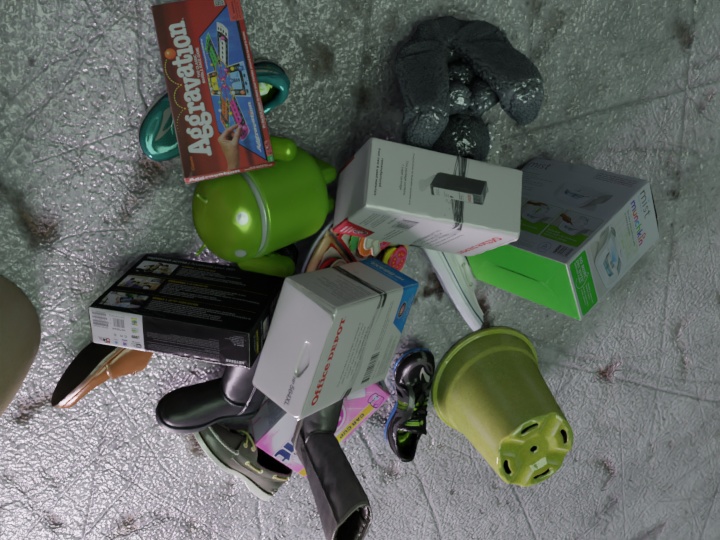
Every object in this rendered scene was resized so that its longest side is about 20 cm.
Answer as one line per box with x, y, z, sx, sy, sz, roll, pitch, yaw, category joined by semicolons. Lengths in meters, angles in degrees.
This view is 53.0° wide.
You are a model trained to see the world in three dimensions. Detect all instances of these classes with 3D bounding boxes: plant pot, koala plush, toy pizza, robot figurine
0.232;0.226;1.135;0.194;0.185;0.206;-8;119;-14;plant pot
0.121;-0.192;0.921;0.172;0.187;0.202;-15;142;-4;koala plush
0.000;0.000;0.987;0.197;0.032;0.205;-27;134;-31;toy pizza
-0.479;0.125;0.832;0.182;0.201;0.192;-7;119;-14;plant pot
-0.118;-0.082;0.875;0.197;0.114;0.180;-25;132;-41;robot figurine

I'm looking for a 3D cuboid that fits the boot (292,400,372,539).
-0.035;0.245;0.964;0.070;0.201;0.187;3;115;-17;boot

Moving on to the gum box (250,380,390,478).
-0.066;0.210;1.094;0.200;0.066;0.113;-45;119;7;gum box

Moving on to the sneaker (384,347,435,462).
0.085;0.212;1.137;0.069;0.083;0.205;1;116;-19;sneaker

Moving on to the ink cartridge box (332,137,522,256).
0.079;-0.082;0.878;0.194;0.144;0.086;10;79;-16;ink cartridge box

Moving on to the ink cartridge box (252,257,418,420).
-0.026;0.076;0.889;0.198;0.083;0.149;-11;126;-57;ink cartridge box

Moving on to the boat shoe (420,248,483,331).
0.146;0.002;1.056;0.066;0.074;0.202;-33;121;1;boat shoe

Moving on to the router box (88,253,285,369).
-0.201;0.044;0.873;0.194;0.150;0.052;9;117;9;router box

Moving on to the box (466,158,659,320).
0.261;-0.054;0.968;0.176;0.198;0.098;-40;124;-20;box

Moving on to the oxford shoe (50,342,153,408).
-0.325;0.123;0.962;0.199;0.072;0.072;-39;127;2;oxford shoe

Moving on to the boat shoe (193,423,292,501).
-0.176;0.273;1.088;0.060;0.072;0.203;-36;128;2;boat shoe

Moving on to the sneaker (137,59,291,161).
-0.172;-0.189;0.847;0.196;0.080;0.079;-28;122;-3;sneaker

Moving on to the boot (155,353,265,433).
-0.174;0.135;0.970;0.162;0.067;0.201;-5;146;-38;boot

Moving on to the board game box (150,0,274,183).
-0.165;-0.205;0.804;0.100;0.019;0.206;-12;81;-9;board game box

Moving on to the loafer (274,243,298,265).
-0.154;0.040;0.975;0.067;0.071;0.202;33;102;-29;loafer
